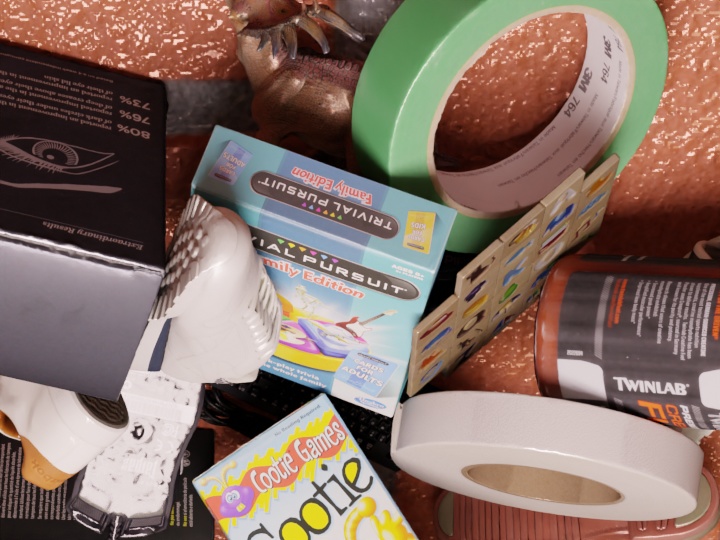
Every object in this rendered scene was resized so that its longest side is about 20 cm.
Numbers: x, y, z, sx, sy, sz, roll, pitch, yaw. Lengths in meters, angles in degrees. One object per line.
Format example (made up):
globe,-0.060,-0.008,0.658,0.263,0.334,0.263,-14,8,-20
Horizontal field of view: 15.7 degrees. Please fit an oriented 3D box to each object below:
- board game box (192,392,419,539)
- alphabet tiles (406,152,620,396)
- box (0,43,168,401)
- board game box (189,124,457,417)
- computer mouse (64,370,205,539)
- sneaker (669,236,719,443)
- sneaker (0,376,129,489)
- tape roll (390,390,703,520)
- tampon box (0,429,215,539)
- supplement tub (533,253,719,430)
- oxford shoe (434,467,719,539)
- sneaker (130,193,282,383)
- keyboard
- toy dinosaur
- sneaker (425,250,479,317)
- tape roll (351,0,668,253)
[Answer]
board game box,-0.012,0.193,1.681,0.103,0.105,0.201,-33,85,-4
alphabet tiles,0.092,0.005,1.603,0.166,0.006,0.200,-40,166,-13
box,-0.198,-0.035,1.561,0.147,0.201,0.105,14,125,-13
board game box,-0.032,0.005,1.585,0.150,0.047,0.200,19,152,3
computer mouse,-0.178,0.124,1.672,0.140,0.046,0.201,7,100,-10
sneaker,0.228,0.035,1.717,0.080,0.077,0.201,26,116,-10
sneaker,-0.207,0.050,1.623,0.073,0.201,0.085,27,118,-36
tape roll,0.119,0.121,1.680,0.201,0.037,0.203,9,165,2
tampon box,-0.202,0.200,1.781,0.199,0.127,0.151,3,126,-5
supplement tub,0.214,0.046,1.618,0.199,0.107,0.107,3,130,25
oxford shoe,0.152,0.175,1.811,0.199,0.071,0.074,-2,158,14
sneaker,-0.080,0.016,1.523,0.080,0.077,0.200,20,160,-5
keyboard,-0.040,0.090,1.764,0.199,0.040,0.104,26,120,-20
toy dinosaur,-0.013,-0.106,1.588,0.199,0.086,0.136,22,125,-15
sneaker,0.000,0.000,1.670,0.199,0.085,0.075,-6,127,2
tape roll,0.091,-0.105,1.568,0.200,0.048,0.201,-21,135,-22
